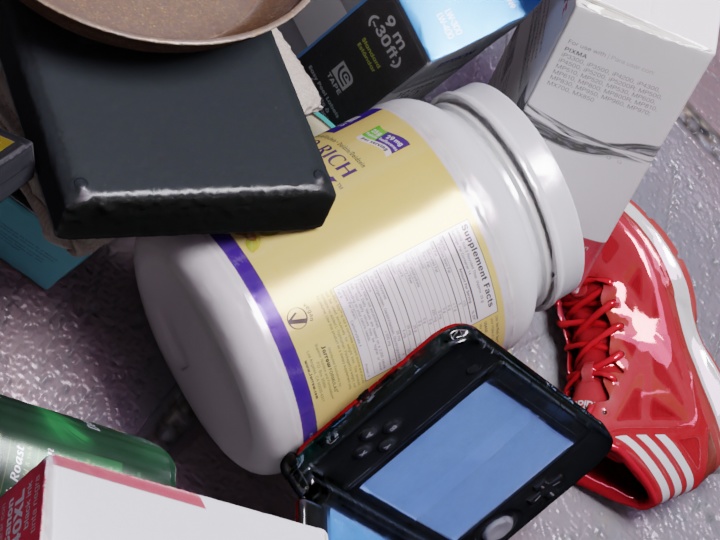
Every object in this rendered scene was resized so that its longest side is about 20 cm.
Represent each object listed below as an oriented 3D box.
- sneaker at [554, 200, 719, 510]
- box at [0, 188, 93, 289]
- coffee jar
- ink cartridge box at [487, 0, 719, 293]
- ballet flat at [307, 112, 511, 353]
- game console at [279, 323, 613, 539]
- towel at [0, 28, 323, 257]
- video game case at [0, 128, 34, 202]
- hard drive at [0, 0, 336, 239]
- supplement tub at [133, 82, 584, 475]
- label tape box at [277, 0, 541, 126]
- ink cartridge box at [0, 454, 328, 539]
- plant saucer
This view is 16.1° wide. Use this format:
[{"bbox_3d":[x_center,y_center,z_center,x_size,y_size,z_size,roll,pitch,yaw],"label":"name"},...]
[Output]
[{"bbox_3d":[0.143,0.045,1.487,0.115,0.078,0.201,-28,85,-45],"label":"sneaker"},{"bbox_3d":[-0.150,-0.093,1.345,0.082,0.049,0.201,36,50,-17],"label":"box"},{"bbox_3d":[-0.191,0.094,1.173,0.199,0.104,0.086,19,82,-31],"label":"coffee jar"},{"bbox_3d":[0.129,-0.111,1.413,0.082,0.200,0.147,20,46,-5],"label":"ink cartridge box"},{"bbox_3d":[0.006,-0.003,1.416,0.200,0.069,0.070,48,47,-8],"label":"ballet flat"},{"bbox_3d":[0.053,0.145,1.289,0.119,0.172,0.200,56,11,32],"label":"game console"},{"bbox_3d":[-0.117,-0.099,1.316,0.200,0.034,0.133,-33,90,-42],"label":"towel"},{"bbox_3d":[-0.279,-0.035,1.155,0.180,0.026,0.200,23,41,25],"label":"video game case"},{"bbox_3d":[-0.106,-0.103,1.248,0.139,0.033,0.201,-3,52,-26],"label":"hard drive"},{"bbox_3d":[0.000,0.000,1.309,0.199,0.145,0.146,-27,85,-19],"label":"supplement tub"},{"bbox_3d":[0.007,-0.169,1.406,0.066,0.200,0.144,-23,83,-37],"label":"label tape box"},{"bbox_3d":[-0.125,0.172,1.123,0.145,0.200,0.084,18,53,-30],"label":"ink cartridge box"},{"bbox_3d":[-0.114,-0.173,1.258,0.199,0.037,0.201,13,47,-14],"label":"plant saucer"}]
